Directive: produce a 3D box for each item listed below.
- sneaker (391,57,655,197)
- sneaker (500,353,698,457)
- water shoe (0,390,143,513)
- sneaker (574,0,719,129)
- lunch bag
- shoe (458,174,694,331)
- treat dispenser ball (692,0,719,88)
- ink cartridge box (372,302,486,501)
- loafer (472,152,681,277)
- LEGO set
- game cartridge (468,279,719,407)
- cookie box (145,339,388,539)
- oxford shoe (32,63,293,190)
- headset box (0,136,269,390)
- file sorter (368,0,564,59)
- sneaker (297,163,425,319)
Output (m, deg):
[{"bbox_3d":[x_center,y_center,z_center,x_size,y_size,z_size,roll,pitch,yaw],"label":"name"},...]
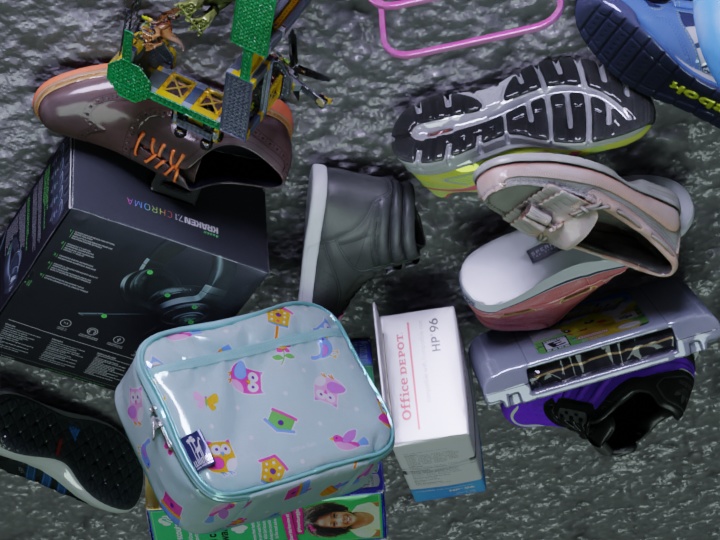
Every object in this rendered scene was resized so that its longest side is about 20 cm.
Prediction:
[{"bbox_3d":[0.128,-0.102,1.635,0.199,0.078,0.090,-8,148,12],"label":"sneaker"},{"bbox_3d":[0.201,0.118,1.850,0.200,0.100,0.069,-21,138,36],"label":"sneaker"},{"bbox_3d":[-0.278,0.157,1.901,0.079,0.072,0.200,-4,150,43],"label":"water shoe"},{"bbox_3d":[0.251,-0.165,1.575,0.199,0.083,0.074,27,160,-9],"label":"sneaker"},{"bbox_3d":[-0.084,0.108,1.647,0.199,0.161,0.077,-11,155,-34],"label":"lunch bag"},{"bbox_3d":[0.178,-0.012,1.745,0.199,0.072,0.091,-23,160,2],"label":"shoe"},{"bbox_3d":[0.328,-0.184,1.455,0.200,0.202,0.201,-3,139,-3],"label":"treat dispenser ball"},{"bbox_3d":[0.059,0.107,1.787,0.067,0.117,0.200,-9,157,5],"label":"ink cartridge box"},{"bbox_3d":[0.172,-0.041,1.617,0.199,0.063,0.072,11,151,-37],"label":"loafer"},{"bbox_3d":[-0.093,-0.195,1.496,0.153,0.116,0.201,20,138,17],"label":"LEGO set"},{"bbox_3d":[0.190,0.058,1.772,0.199,0.133,0.041,-16,101,0],"label":"game cartridge"},{"bbox_3d":[-0.082,0.150,1.820,0.199,0.172,0.075,-5,137,-1],"label":"cookie box"},{"bbox_3d":[-0.145,-0.104,1.593,0.199,0.073,0.071,6,139,-12],"label":"oxford shoe"},{"bbox_3d":[-0.187,-0.005,1.688,0.173,0.093,0.200,18,134,-24],"label":"headset box"},{"bbox_3d":[0.052,-0.256,1.400,0.138,0.126,0.200,-12,139,9],"label":"file sorter"},{"bbox_3d":[0.000,0.000,1.729,0.099,0.071,0.201,5,134,-4],"label":"sneaker"}]
